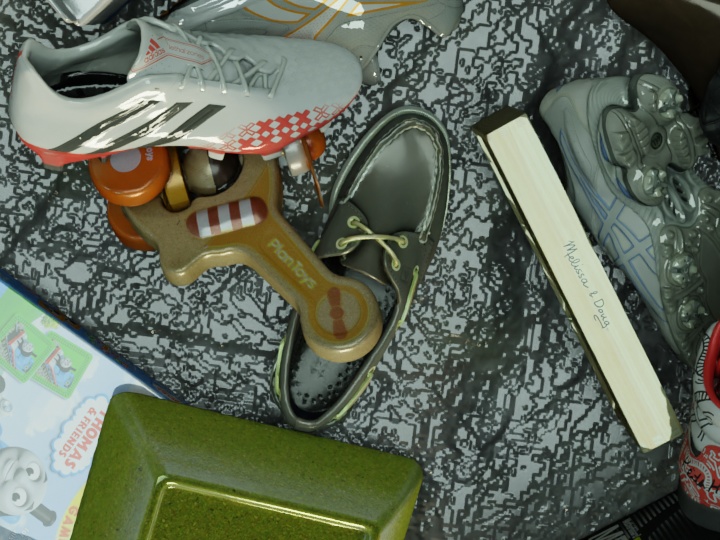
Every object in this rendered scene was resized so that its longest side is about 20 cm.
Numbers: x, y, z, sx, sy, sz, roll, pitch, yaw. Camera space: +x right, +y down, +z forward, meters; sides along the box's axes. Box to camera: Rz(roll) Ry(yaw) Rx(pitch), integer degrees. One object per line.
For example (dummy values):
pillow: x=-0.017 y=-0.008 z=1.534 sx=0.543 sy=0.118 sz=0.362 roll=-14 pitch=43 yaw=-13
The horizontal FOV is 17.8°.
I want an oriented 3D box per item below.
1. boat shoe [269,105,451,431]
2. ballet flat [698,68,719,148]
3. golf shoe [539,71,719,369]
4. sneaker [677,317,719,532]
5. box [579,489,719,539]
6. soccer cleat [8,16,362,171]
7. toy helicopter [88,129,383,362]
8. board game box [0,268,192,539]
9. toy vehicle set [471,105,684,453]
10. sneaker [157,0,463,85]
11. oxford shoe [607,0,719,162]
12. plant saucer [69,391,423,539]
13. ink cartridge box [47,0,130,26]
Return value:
boat shoe: x=0.003 y=0.001 z=1.356 sx=0.072 sy=0.060 sz=0.203 roll=22 pitch=95 yaw=-4
ballet flat: x=0.270 y=-0.129 z=1.291 sx=0.200 sy=0.057 sz=0.067 roll=-40 pitch=101 yaw=-20
golf shoe: x=0.168 y=-0.032 z=1.359 sx=0.078 sy=0.097 sz=0.201 roll=-38 pitch=121 yaw=-27
sneaker: x=0.234 y=0.041 z=1.289 sx=0.067 sy=0.108 sz=0.202 roll=20 pitch=52 yaw=17
box: x=0.154 y=0.190 z=1.312 sx=0.192 sy=0.200 sz=0.048 roll=-29 pitch=98 yaw=3
soccer cleat: x=-0.095 y=-0.105 z=1.269 sx=0.198 sy=0.085 sz=0.069 roll=-7 pitch=55 yaw=-6
toy helicopter: x=-0.053 y=-0.030 z=1.319 sx=0.132 sy=0.079 sz=0.200 roll=-40 pitch=68 yaw=-13
board game box: x=-0.186 y=0.113 z=1.376 sx=0.199 sy=0.037 sz=0.152 roll=35 pitch=94 yaw=-6
toy vehicle set: x=0.123 y=0.002 z=1.328 sx=0.026 sy=0.124 sz=0.201 roll=-27 pitch=97 yaw=2
sneaker: x=-0.032 y=-0.140 z=1.336 sx=0.199 sy=0.076 sz=0.093 roll=-22 pitch=101 yaw=2
oxford shoe: x=0.218 y=-0.109 z=1.334 sx=0.199 sy=0.073 sz=0.085 roll=35 pitch=70 yaw=-3
plant saucer: x=-0.075 y=0.191 z=1.355 sx=0.198 sy=0.048 sz=0.201 roll=14 pitch=100 yaw=-16
ink cartridge box: x=-0.162 y=-0.198 z=1.260 sx=0.067 sy=0.200 sz=0.116 roll=-40 pitch=96 yaw=3
